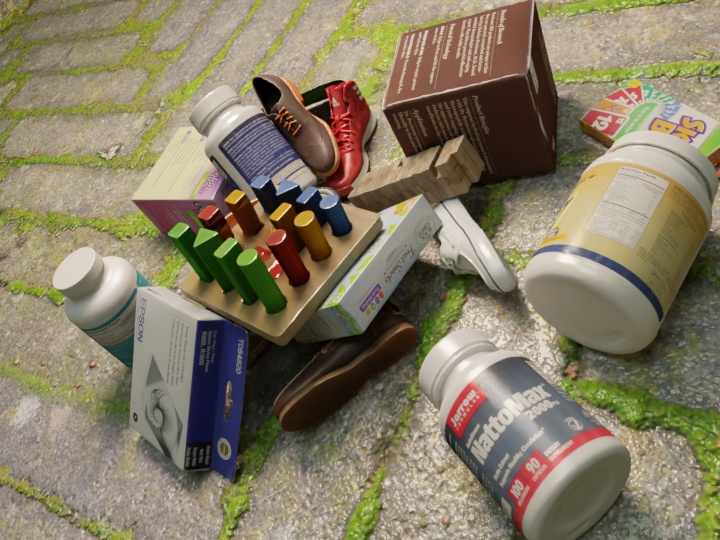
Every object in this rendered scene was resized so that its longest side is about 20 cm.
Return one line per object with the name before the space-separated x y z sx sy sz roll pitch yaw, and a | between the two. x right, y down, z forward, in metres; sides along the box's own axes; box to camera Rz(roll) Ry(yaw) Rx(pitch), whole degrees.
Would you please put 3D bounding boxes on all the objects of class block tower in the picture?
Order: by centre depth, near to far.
block tower | 0.069 -0.120 0.927 0.198 0.058 0.054 -17 35 43

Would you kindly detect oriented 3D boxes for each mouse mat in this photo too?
mouse mat | -0.111 -0.294 1.182 0.197 0.008 0.161 -18 7 13

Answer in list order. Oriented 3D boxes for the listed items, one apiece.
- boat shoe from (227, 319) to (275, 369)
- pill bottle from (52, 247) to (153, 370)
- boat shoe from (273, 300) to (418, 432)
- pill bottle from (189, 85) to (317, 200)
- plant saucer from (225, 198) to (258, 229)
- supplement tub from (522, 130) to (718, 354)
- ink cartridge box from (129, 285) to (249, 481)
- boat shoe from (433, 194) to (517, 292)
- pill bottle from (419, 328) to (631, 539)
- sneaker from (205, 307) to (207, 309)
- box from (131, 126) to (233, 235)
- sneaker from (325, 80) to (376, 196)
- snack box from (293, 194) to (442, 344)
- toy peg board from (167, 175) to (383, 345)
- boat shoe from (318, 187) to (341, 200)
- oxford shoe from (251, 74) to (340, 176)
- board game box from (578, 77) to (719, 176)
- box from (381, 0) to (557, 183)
boat shoe | -0.097 0.059 0.916 0.199 0.076 0.074 -38 76 -15
pill bottle | -0.339 0.057 0.959 0.109 0.201 0.112 -16 46 17
boat shoe | -0.025 0.113 0.820 0.199 0.071 0.070 -34 51 -12
pill bottle | -0.166 -0.177 1.032 0.111 0.201 0.111 -40 2 2
plant saucer | -0.123 -0.024 0.899 0.197 0.033 0.202 -12 46 12
supplement tub | 0.276 -0.032 0.709 0.143 0.145 0.201 20 65 40
ink cartridge box | -0.223 0.141 0.850 0.198 0.040 0.203 18 106 40
boat shoe | 0.132 -0.024 0.849 0.066 0.074 0.201 -38 30 11
pill bottle | 0.146 0.150 0.652 0.119 0.120 0.200 -39 44 -6
sneaker | -0.136 0.011 0.942 0.199 0.070 0.100 -34 9 13
box | -0.261 -0.157 1.168 0.197 0.097 0.178 3 55 33
sneaker | -0.034 -0.221 1.073 0.077 0.116 0.202 -10 49 22
snack box | 0.000 0.000 0.850 0.141 0.053 0.201 -16 30 52
toy peg board | -0.113 -0.044 0.813 0.198 0.098 0.200 20 60 38
boat shoe | -0.104 -0.047 1.010 0.199 0.076 0.060 -35 5 13
oxford shoe | -0.105 -0.224 1.043 0.071 0.072 0.201 -47 67 23
board game box | 0.378 -0.173 0.854 0.095 0.030 0.201 -36 46 -1
box | 0.157 -0.235 0.935 0.197 0.167 0.166 -6 50 25
